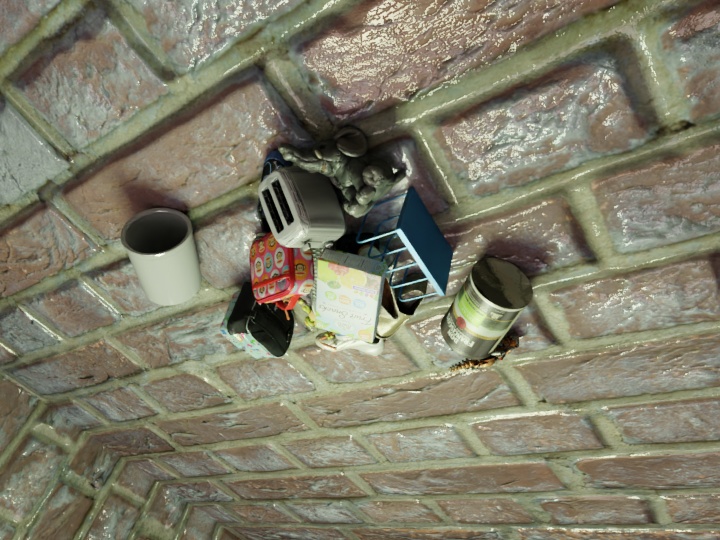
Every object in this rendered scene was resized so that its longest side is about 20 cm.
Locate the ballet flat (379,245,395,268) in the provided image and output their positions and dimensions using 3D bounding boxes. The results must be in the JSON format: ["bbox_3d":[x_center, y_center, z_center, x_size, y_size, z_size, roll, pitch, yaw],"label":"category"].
[{"bbox_3d":[0.000,0.000,1.335,0.067,0.068,0.200,41,123,-16],"label":"ballet flat"}]

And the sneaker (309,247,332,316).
[{"bbox_3d":[-0.097,-0.005,1.317,0.076,0.146,0.204,-1,116,-3],"label":"sneaker"}]

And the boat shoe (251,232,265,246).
[{"bbox_3d":[-0.198,-0.012,1.389,0.200,0.062,0.073,40,133,-21],"label":"boat shoe"}]

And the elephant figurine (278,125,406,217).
[{"bbox_3d":[-0.035,-0.217,1.089,0.200,0.155,0.142,44,100,10],"label":"elephant figurine"}]

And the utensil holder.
[{"bbox_3d":[-0.505,-0.033,1.406,0.169,0.171,0.201,12,139,8],"label":"utensil holder"}]

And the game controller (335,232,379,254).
[{"bbox_3d":[-0.006,0.009,1.263,0.104,0.042,0.201,-10,118,-24],"label":"game controller"}]

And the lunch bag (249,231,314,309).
[{"bbox_3d":[-0.180,0.003,1.242,0.081,0.178,0.199,0,169,-36],"label":"lunch bag"}]

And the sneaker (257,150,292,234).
[{"bbox_3d":[-0.194,-0.168,1.220,0.070,0.078,0.201,14,137,6],"label":"sneaker"}]

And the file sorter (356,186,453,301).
[{"bbox_3d":[0.100,-0.049,1.191,0.122,0.139,0.200,-16,127,33],"label":"file sorter"}]

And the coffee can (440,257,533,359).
[{"bbox_3d":[0.287,0.090,1.257,0.145,0.147,0.201,20,136,0],"label":"coffee can"}]

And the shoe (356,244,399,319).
[{"bbox_3d":[0.046,0.030,1.241,0.070,0.053,0.201,-30,122,-13],"label":"shoe"}]

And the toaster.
[{"bbox_3d":[-0.123,-0.138,1.120,0.113,0.129,0.201,-29,78,39],"label":"toaster"}]

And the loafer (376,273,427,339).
[{"bbox_3d":[0.091,0.095,1.340,0.076,0.068,0.201,31,109,-10],"label":"loafer"}]

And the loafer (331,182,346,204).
[{"bbox_3d":[-0.072,-0.122,1.228,0.070,0.068,0.201,30,133,3],"label":"loafer"}]

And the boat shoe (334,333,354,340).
[{"bbox_3d":[0.023,0.126,1.415,0.199,0.072,0.073,-16,120,1],"label":"boat shoe"}]

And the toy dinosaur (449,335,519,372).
[{"bbox_3d":[0.304,0.203,1.365,0.199,0.103,0.136,4,173,-27],"label":"toy dinosaur"}]

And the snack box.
[{"bbox_3d":[-0.024,0.057,1.198,0.141,0.053,0.201,15,130,11],"label":"snack box"}]

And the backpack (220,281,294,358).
[{"bbox_3d":[-0.274,0.146,1.494,0.150,0.179,0.200,-10,140,32],"label":"backpack"}]

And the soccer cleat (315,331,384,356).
[{"bbox_3d":[-0.029,0.193,1.536,0.198,0.070,0.078,7,131,3],"label":"soccer cleat"}]

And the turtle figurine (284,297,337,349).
[{"bbox_3d":[-0.102,0.114,1.478,0.200,0.064,0.161,44,123,-4],"label":"turtle figurine"}]
